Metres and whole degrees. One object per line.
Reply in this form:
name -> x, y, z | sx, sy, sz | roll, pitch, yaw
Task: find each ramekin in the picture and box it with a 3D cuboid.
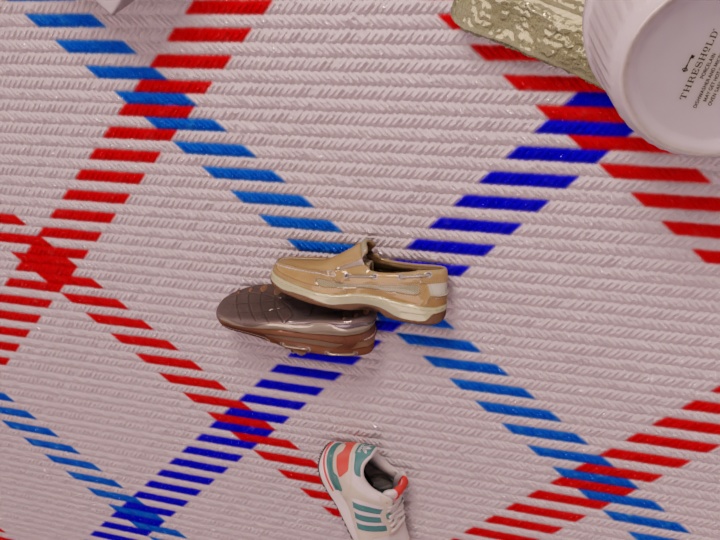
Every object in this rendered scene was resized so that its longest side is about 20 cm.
ramekin -> 0.277, -0.179, 0.811 | 0.202, 0.094, 0.203 | 3, 131, 3

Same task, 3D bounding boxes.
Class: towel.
towel -> 0.185, -0.236, 0.881 | 0.200, 0.037, 0.149 | 24, 130, 7

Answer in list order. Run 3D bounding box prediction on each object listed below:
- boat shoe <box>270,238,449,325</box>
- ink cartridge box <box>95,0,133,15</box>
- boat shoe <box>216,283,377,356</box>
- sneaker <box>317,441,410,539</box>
boat shoe -> 0.000, 0.000, 1.131 | 0.199, 0.072, 0.076 | 10, 114, 9
ink cartridge box -> -0.255, -0.363, 0.957 | 0.200, 0.084, 0.146 | 43, 130, -9
boat shoe -> -0.075, 0.066, 1.203 | 0.199, 0.076, 0.072 | 6, 129, 23
sneaker -> 0.027, 0.300, 1.329 | 0.093, 0.070, 0.200 | -13, 116, 38
